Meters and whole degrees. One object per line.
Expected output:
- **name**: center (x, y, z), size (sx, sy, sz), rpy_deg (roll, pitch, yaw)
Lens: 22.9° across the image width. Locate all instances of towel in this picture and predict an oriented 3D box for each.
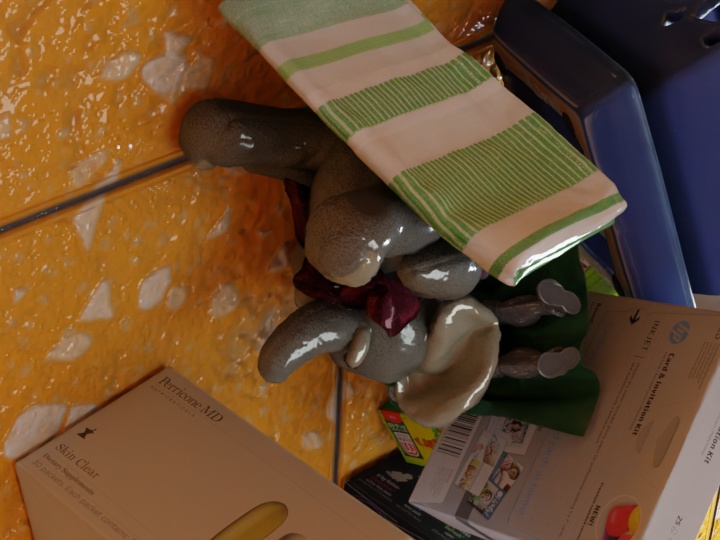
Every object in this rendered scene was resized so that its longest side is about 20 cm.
- **towel**: center (0.038, -0.082, 0.917), size (0.023, 0.200, 0.153), rpy_deg (-50, 167, 33)

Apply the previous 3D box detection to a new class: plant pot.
- **plant pot**: center (0.199, -0.093, 1.072), size (0.180, 0.200, 0.200), rpy_deg (-24, 121, -7)

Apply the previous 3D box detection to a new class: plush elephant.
- **plush elephant**: center (0.000, 0.000, 0.966), size (0.200, 0.165, 0.155), rpy_deg (-11, 125, -43)

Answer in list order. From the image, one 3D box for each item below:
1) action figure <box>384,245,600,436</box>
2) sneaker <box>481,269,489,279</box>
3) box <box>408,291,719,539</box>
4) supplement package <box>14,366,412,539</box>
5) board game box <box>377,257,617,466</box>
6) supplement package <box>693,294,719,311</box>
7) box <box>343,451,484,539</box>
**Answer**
- **action figure**: center (0.057, 0.045, 1.059), size (0.055, 0.200, 0.118), rpy_deg (10, 76, -33)
- **sneaker**: center (0.068, -0.025, 1.109), size (0.088, 0.080, 0.200), rpy_deg (-34, 138, -19)
- **box**: center (0.128, 0.090, 1.017), size (0.041, 0.200, 0.156), rpy_deg (32, 77, -29)
- **supplement package**: center (-0.075, 0.177, 0.970), size (0.111, 0.200, 0.156), rpy_deg (-33, 136, -32)
- **board game box**: center (0.118, 0.056, 1.190), size (0.200, 0.102, 0.048), rpy_deg (-39, 111, -26)
- **supplement package**: center (0.277, 0.029, 1.350), size (0.120, 0.121, 0.200), rpy_deg (-28, 133, -36)
- **box**: center (0.090, 0.179, 1.247), size (0.200, 0.106, 0.122), rpy_deg (-24, 132, -39)
